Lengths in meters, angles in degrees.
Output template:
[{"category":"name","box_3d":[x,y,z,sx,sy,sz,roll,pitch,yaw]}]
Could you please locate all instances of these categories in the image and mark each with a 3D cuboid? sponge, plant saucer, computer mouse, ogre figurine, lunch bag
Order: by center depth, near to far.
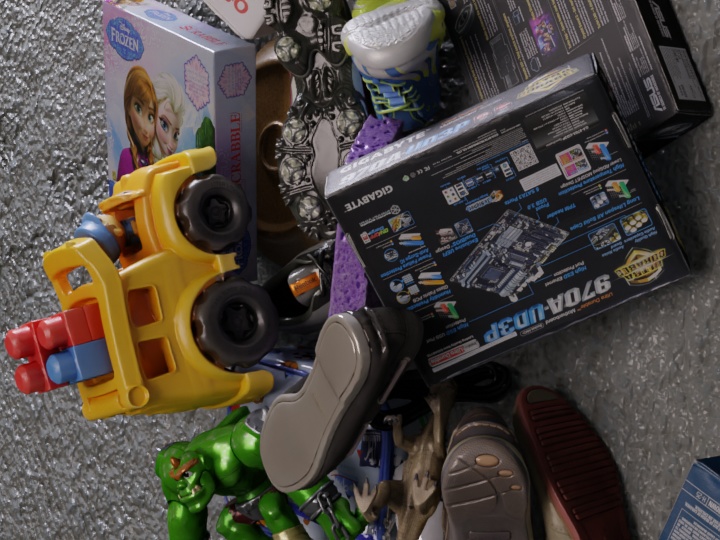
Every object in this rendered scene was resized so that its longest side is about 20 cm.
[{"category":"sponge","box_3d":[0.000,0.000,1.395,0.030,0.112,0.201,9,113,6]},{"category":"computer mouse","box_3d":[0.062,0.170,1.424,0.044,0.109,0.201,-158,64,-76]},{"category":"ogre figurine","box_3d":[-0.091,0.173,1.481,0.120,0.098,0.200,63,153,-3]},{"category":"lunch bag","box_3d":[-0.025,0.150,1.522,0.200,0.075,0.161,17,105,45]},{"category":"plant saucer","box_3d":[-0.057,-0.099,1.575,0.200,0.035,0.201,1,91,46]}]

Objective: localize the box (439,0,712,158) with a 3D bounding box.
[{"category":"box","box_3d":[0.143,-0.161,1.364,0.160,0.043,0.201,-34,67,40]}]

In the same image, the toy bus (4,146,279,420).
[{"category":"toy bus","box_3d":[-0.180,0.020,1.486,0.136,0.191,0.201,-19,83,61]}]

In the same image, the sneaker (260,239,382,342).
[{"category":"sneaker","box_3d":[-0.003,0.002,1.490,0.200,0.079,0.074,-32,68,36]}]

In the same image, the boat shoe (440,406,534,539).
[{"category":"boat shoe","box_3d":[0.092,0.179,1.361,0.073,0.074,0.200,-80,-7,-52]}]

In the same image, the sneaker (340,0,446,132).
[{"category":"sneaker","box_3d":[0.035,-0.145,1.408,0.075,0.200,0.105,-12,108,8]}]

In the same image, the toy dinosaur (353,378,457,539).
[{"category":"toy dinosaur","box_3d":[0.039,0.157,1.356,0.058,0.101,0.201,13,85,22]}]

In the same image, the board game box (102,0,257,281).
[{"category":"board game box","box_3d":[-0.152,-0.111,1.615,0.200,0.041,0.200,29,125,51]}]

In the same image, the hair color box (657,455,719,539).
[{"category":"hair color box","box_3d":[0.224,0.216,1.249,0.060,0.100,0.201,37,116,37]}]

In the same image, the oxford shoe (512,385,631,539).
[{"category":"oxford shoe","box_3d":[0.144,0.179,1.353,0.075,0.070,0.201,-42,61,43]}]

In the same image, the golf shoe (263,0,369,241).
[{"category":"golf shoe","box_3d":[-0.021,-0.124,1.475,0.077,0.088,0.201,-4,93,16]}]

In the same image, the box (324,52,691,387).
[{"category":"box","box_3d":[0.098,-0.031,1.293,0.200,0.046,0.159,-25,111,12]}]

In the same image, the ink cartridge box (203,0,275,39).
[{"category":"ink cartridge box","box_3d":[-0.068,-0.304,1.520,0.146,0.084,0.200,46,124,10]}]

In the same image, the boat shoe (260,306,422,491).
[{"category":"boat shoe","box_3d":[-0.012,0.091,1.319,0.067,0.057,0.200,65,148,25]}]
